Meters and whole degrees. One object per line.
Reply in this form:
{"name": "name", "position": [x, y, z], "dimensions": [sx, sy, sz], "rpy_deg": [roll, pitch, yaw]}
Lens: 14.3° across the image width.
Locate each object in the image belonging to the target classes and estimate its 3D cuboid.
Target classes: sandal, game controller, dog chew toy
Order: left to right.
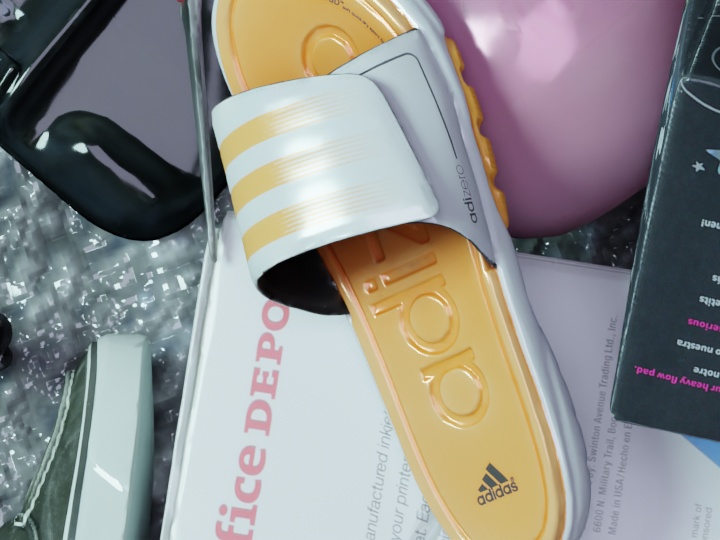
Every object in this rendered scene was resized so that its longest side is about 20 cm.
{"name": "game controller", "position": [-0.047, -0.109, 0.977], "dimensions": [0.104, 0.042, 0.200], "rpy_deg": [40, 89, -8]}
{"name": "sandal", "position": [0.006, -0.003, 0.849], "dimensions": [0.079, 0.059, 0.208], "rpy_deg": [-29, 83, 36]}
{"name": "dog chew toy", "position": [0.028, -0.110, 0.911], "dimensions": [0.124, 0.125, 0.200], "rpy_deg": [-37, 100, -1]}

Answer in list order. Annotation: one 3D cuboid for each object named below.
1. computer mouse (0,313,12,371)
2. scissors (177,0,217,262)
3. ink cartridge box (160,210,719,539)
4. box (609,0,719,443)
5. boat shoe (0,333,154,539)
{"name": "computer mouse", "position": [-0.183, 0.101, 0.943], "dimensions": [0.109, 0.044, 0.201], "rpy_deg": [11, 86, 31]}
{"name": "scissors", "position": [-0.056, -0.102, 0.927], "dimensions": [0.014, 0.073, 0.201], "rpy_deg": [-3, 89, -17]}
{"name": "ink cartridge box", "position": [0.042, 0.069, 0.927], "dimensions": [0.199, 0.084, 0.146], "rpy_deg": [9, 85, 4]}
{"name": "box", "position": [0.180, -0.015, 0.802], "dimensions": [0.199, 0.132, 0.115], "rpy_deg": [13, 123, 4]}
{"name": "boat shoe", "position": [-0.107, 0.111, 0.921], "dimensions": [0.063, 0.071, 0.201], "rpy_deg": [8, 66, 3]}
